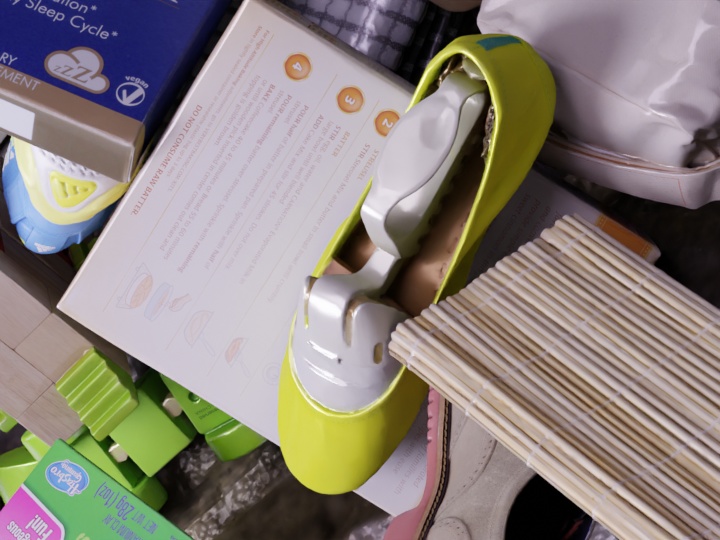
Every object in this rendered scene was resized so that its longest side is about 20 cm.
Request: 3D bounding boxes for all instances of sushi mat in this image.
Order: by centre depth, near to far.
[{"bbox_3d":[0.099,0.044,1.080,0.096,0.012,0.200,-34,38,-15],"label":"sushi mat"}]

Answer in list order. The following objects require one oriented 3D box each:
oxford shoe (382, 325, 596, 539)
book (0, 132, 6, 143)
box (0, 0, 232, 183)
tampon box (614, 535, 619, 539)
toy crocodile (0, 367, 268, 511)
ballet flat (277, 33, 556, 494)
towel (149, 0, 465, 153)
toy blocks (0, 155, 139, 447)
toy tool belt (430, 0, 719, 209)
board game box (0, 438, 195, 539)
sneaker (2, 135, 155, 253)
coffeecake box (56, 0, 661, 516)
[{"bbox_3d":[0.066,0.075,1.125,0.075,0.070,0.200,-15,42,35],"label":"oxford shoe"},{"bbox_3d":[-0.178,-0.167,1.508,0.200,0.048,0.134,-53,49,13],"label":"book"},{"bbox_3d":[-0.111,-0.137,1.262,0.121,0.032,0.200,22,53,6],"label":"box"},{"bbox_3d":[0.219,0.108,1.084,0.150,0.126,0.200,-51,53,12],"label":"tampon box"},{"bbox_3d":[-0.090,0.065,1.365,0.200,0.062,0.068,-34,100,23],"label":"toy crocodile"},{"bbox_3d":[0.011,-0.005,1.164,0.067,0.067,0.200,31,98,22],"label":"ballet flat"},{"bbox_3d":[-0.042,-0.108,1.365,0.200,0.086,0.166,21,87,40],"label":"towel"},{"bbox_3d":[-0.178,-0.009,1.350,0.100,0.137,0.200,-44,27,10],"label":"toy blocks"},{"bbox_3d":[0.114,-0.093,1.235,0.200,0.123,0.125,29,90,46],"label":"toy tool belt"},{"bbox_3d":[-0.136,0.189,1.251,0.153,0.040,0.200,31,80,42],"label":"board game box"},{"bbox_3d":[-0.122,-0.091,1.315,0.105,0.076,0.200,122,168,-48],"label":"sneaker"},{"bbox_3d":[0.000,0.000,1.239,0.200,0.073,0.154,32,97,-3],"label":"coffeecake box"}]
